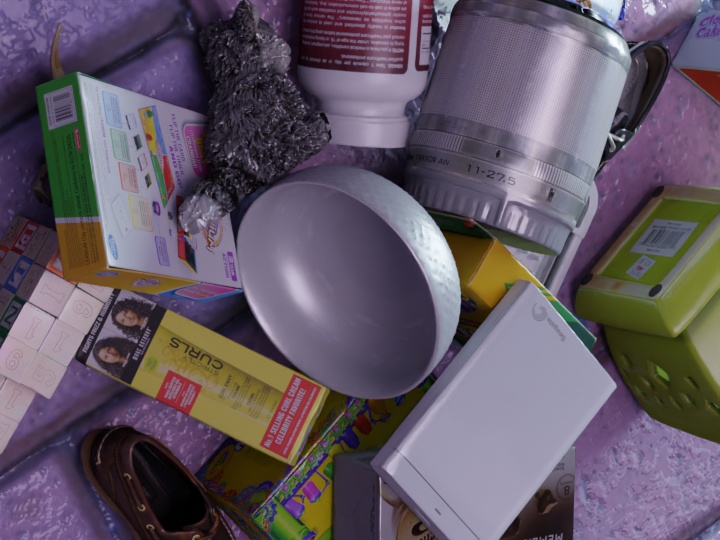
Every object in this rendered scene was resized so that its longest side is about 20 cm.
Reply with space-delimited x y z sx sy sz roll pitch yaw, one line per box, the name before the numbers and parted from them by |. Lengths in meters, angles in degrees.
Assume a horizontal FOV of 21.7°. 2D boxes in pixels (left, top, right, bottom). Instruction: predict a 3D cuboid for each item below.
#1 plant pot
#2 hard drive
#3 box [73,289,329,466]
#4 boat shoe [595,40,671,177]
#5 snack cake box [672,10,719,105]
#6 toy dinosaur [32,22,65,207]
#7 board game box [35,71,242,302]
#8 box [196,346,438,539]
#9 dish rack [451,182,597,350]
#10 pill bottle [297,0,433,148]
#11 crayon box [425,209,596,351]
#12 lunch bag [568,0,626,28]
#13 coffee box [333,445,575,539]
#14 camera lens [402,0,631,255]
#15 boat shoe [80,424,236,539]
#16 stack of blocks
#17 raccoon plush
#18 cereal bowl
plant pot | 0.335 0.030 1.782 0.199 0.200 0.182 -48 111 -13
hard drive | 0.112 0.125 1.537 0.200 0.027 0.132 -50 116 -18
box | -0.129 0.086 1.540 0.199 0.050 0.076 27 85 5
boat shoe | 0.223 -0.139 1.725 0.074 0.060 0.200 53 55 -21
snack cake box | 0.415 -0.173 1.830 0.200 0.115 0.067 33 82 -31
toy dinosaur | -0.222 -0.099 1.519 0.200 0.058 0.101 53 58 -35
board game box | -0.169 -0.060 1.466 0.200 0.040 0.154 13 64 -63
box | -0.001 0.184 1.655 0.200 0.122 0.193 -48 119 -14
dish rack | 0.116 -0.026 1.727 0.171 0.043 0.201 27 86 -32
pill bottle | 0.004 -0.208 1.584 0.112 0.113 0.201 -1 100 -30
crayon box | 0.097 0.017 1.610 0.200 0.127 0.051 42 72 -37
lunch bag | 0.161 -0.312 1.651 0.199 0.124 0.171 15 90 -25
coffee box | 0.080 0.205 1.589 0.199 0.080 0.114 -4 99 -30
camera lens | 0.132 -0.130 1.599 0.159 0.160 0.201 20 87 -32
boat shoe | -0.156 0.210 1.594 0.200 0.070 0.071 51 53 -30
stack of blocks | -0.279 0.063 1.473 0.058 0.115 0.201 33 83 -31
raccoon plush | -0.102 -0.132 1.500 0.134 0.096 0.200 60 27 -11
cereal bowl | 0.000 0.000 1.532 0.083 0.199 0.201 -41 120 -46
